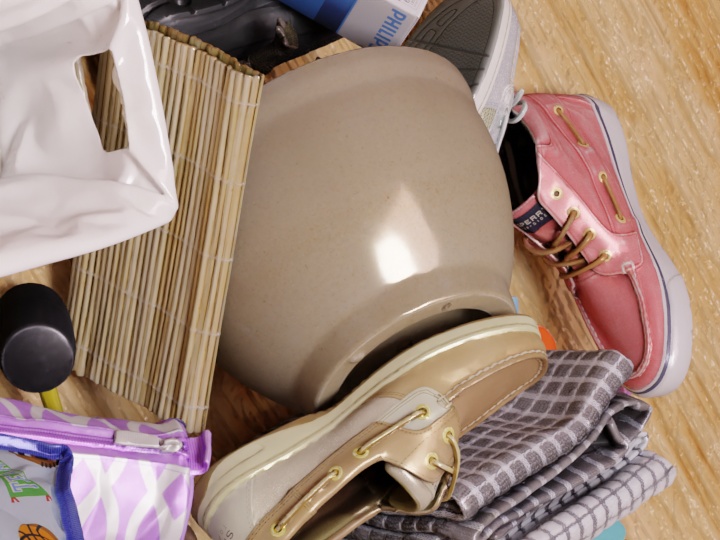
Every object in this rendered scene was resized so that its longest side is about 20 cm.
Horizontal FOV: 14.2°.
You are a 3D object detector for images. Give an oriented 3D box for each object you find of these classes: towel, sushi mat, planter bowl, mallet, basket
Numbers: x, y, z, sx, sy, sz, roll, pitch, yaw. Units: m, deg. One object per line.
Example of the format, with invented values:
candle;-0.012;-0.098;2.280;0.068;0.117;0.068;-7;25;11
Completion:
towel;0.045;0.103;1.563;0.165;0.200;0.086;-28;112;-42
sushi mat;-0.102;-0.024;1.445;0.012;0.096;0.200;-23;130;-51
planter bowl;0.000;0.000;1.496;0.200;0.200;0.135;0;49;-45
mallet;-0.149;0.099;1.488;0.041;0.066;0.200;-15;120;-4
basket;-0.205;-0.064;1.375;0.200;0.123;0.136;-18;100;-45

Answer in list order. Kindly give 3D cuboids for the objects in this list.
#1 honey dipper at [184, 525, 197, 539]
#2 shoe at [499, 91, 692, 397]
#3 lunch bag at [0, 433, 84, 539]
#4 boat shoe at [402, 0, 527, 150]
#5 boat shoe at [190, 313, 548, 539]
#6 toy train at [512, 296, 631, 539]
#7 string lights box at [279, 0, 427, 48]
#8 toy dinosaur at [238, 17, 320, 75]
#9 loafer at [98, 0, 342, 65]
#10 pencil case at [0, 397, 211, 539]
honey dipper;-0.086;0.152;1.438;0.038;0.200;0.038;-2;98;-16
shoe;0.127;-0.017;1.720;0.091;0.071;0.200;4;61;-41
lunch bag;-0.240;0.153;1.283;0.200;0.124;0.170;15;114;-21
boat shoe;0.050;-0.066;1.673;0.065;0.074;0.202;28;72;-47
boat shoe;0.015;0.093;1.442;0.200;0.066;0.074;-30;151;-10
toy train;0.102;0.116;1.730;0.150;0.056;0.201;-1;85;-44
string lights box;-0.044;-0.207;1.523;0.200;0.059;0.103;28;63;-4
toy dinosaur;-0.059;-0.073;1.545;0.200;0.102;0.077;21;47;-62
loafer;-0.061;-0.139;1.569;0.200;0.070;0.068;-16;56;-40
pencil case;-0.172;0.097;1.388;0.200;0.086;0.084;8;55;-25
